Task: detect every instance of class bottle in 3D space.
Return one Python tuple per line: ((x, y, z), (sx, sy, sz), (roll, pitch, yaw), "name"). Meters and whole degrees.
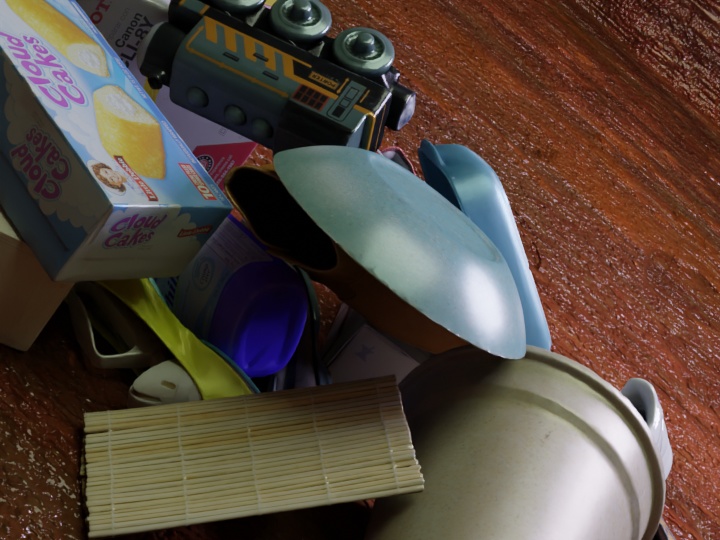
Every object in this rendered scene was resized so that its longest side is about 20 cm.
((-0.114, -0.006, 0.959), (0.065, 0.084, 0.200), (-1, 29, -39), "bottle")

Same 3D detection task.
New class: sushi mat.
((-0.066, 0.107, 0.809), (0.198, 0.012, 0.096), (-6, 44, -10), "sushi mat")

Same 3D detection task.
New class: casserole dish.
((0.094, -0.009, 1.003), (0.121, 0.038, 0.202), (-122, -169, -68), "casserole dish")

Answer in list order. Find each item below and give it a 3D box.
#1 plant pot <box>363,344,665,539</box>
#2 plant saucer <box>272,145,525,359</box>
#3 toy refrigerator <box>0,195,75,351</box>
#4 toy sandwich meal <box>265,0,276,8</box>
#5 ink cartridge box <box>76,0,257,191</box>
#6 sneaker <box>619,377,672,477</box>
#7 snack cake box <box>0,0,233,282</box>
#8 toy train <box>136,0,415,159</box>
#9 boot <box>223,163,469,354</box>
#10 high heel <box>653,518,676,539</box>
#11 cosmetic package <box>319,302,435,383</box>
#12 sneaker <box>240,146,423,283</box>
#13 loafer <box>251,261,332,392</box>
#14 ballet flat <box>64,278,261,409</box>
((0.076, 0.177, 0.851), (0.200, 0.201, 0.184), (39, 35, -2), "plant pot")
((0.036, -0.025, 0.852), (0.200, 0.039, 0.201), (37, 13, -10), "plant saucer")
((-0.222, -0.044, 0.900), (0.070, 0.076, 0.201), (27, 27, -27), "toy refrigerator")
((-0.145, -0.226, 1.220), (0.203, 0.071, 0.205), (14, -1, 0), "toy sandwich meal")
((-0.168, -0.160, 1.089), (0.199, 0.145, 0.084), (22, 31, -34), "ink cartridge box")
((0.172, 0.161, 1.047), (0.074, 0.100, 0.200), (17, 44, 33), "sneaker")
((-0.184, -0.088, 0.853), (0.201, 0.067, 0.115), (52, 24, 20), "snack cake box")
((-0.061, -0.139, 0.974), (0.198, 0.086, 0.114), (27, 51, 8), "toy train")
((0.000, -0.001, 0.905), (0.200, 0.071, 0.144), (35, 7, 6), "boot")
((0.209, 0.211, 1.095), (0.143, 0.071, 0.200), (53, 14, 19), "high heel")
((0.032, 0.059, 1.081), (0.103, 0.087, 0.200), (39, 23, -5), "cosmetic package")
((-0.018, -0.050, 1.080), (0.071, 0.113, 0.199), (36, -8, -31), "sneaker")
((-0.066, 0.052, 0.977), (0.062, 0.072, 0.201), (17, 35, -30), "loafer")
((-0.135, 0.059, 0.885), (0.067, 0.067, 0.200), (-23, 61, -40), "ballet flat")
